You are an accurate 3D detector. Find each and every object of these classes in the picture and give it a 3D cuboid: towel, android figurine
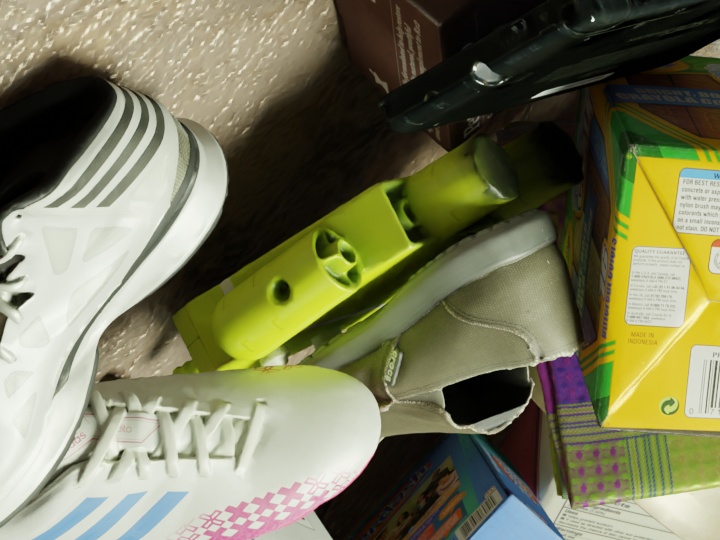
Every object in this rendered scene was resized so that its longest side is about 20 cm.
[{"bbox_3d":[0.146,0.009,1.234,0.143,0.201,0.023,-8,157,-1],"label":"towel"},{"bbox_3d":[0.000,0.000,1.145,0.200,0.041,0.182,-33,171,29],"label":"android figurine"}]

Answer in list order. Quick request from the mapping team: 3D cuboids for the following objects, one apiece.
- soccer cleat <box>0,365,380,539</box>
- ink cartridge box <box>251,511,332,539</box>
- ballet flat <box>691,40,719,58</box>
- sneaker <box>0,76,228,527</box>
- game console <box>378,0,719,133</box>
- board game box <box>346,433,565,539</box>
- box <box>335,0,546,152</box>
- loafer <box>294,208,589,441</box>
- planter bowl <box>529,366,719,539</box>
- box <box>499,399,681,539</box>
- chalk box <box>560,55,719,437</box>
[{"bbox_3d":[-0.090,0.076,1.075,0.199,0.070,0.086,-13,155,0],"label":"soccer cleat"},{"bbox_3d":[-0.042,0.149,1.217,0.043,0.174,0.200,-39,157,6],"label":"ink cartridge box"},{"bbox_3d":[0.151,-0.102,1.287,0.067,0.068,0.200,-25,152,-5],"label":"ballet flat"},{"bbox_3d":[-0.144,0.009,0.989,0.201,0.076,0.115,-55,147,1],"label":"sneaker"},{"bbox_3d":[0.105,-0.149,1.021,0.200,0.117,0.176,-17,173,-46],"label":"game console"},{"bbox_3d":[0.030,0.164,1.399,0.152,0.045,0.200,-48,-170,3],"label":"board game box"},{"bbox_3d":[0.085,-0.152,1.090,0.200,0.075,0.100,-38,155,-14],"label":"box"},{"bbox_3d":[0.029,0.046,1.130,0.075,0.070,0.200,-23,168,-35],"label":"loafer"},{"bbox_3d":[0.168,0.027,1.326,0.135,0.200,0.200,-45,157,12],"label":"planter bowl"},{"bbox_3d":[0.144,0.141,1.513,0.200,0.127,0.109,113,-13,-46],"label":"box"},{"bbox_3d":[0.155,-0.022,1.140,0.200,0.124,0.124,-98,-168,-69],"label":"chalk box"}]
